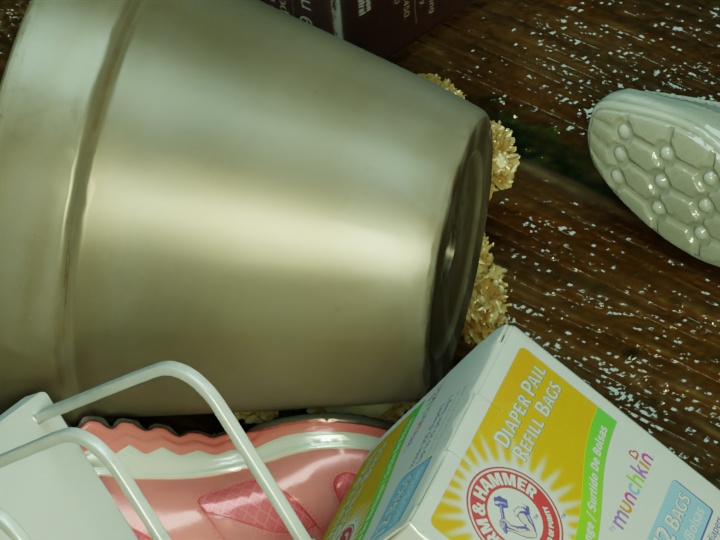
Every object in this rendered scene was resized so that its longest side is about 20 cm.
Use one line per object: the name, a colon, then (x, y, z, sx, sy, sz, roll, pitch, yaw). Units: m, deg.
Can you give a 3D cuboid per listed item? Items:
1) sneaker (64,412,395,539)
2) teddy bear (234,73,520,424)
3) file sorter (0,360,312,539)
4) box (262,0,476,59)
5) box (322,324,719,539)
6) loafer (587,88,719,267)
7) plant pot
sneaker: (-0.053, 0.108, 1.194, 0.199, 0.074, 0.087, -1, 69, -8)
teddy bear: (0.000, 0.000, 1.329, 0.144, 0.067, 0.201, -8, 43, 11)
file sorter: (-0.121, 0.142, 1.043, 0.200, 0.139, 0.124, -38, 10, -36)
box: (-0.033, -0.224, 1.529, 0.199, 0.167, 0.164, 26, 47, 34)
box: (0.082, 0.134, 1.023, 0.200, 0.101, 0.113, 39, 42, -6)
loafer: (0.194, -0.033, 1.344, 0.199, 0.070, 0.070, 28, 42, 25)
plant pot: (-0.043, -0.021, 1.201, 0.172, 0.201, 0.200, 12, 40, 10)
